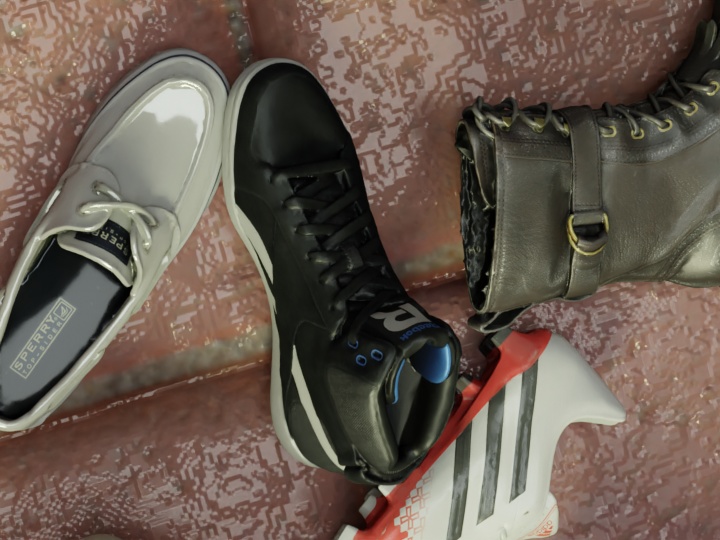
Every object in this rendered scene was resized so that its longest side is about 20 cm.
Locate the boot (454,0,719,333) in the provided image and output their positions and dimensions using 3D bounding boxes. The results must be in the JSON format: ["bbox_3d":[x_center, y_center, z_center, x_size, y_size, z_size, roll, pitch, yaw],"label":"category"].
[{"bbox_3d":[0.129,-0.069,0.977,0.173,0.069,0.202,0,98,-21],"label":"boot"}]

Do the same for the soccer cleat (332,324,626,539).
[{"bbox_3d":[0.049,0.119,0.992,0.085,0.069,0.200,37,83,2],"label":"soccer cleat"}]

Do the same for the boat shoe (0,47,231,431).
[{"bbox_3d":[-0.121,-0.014,0.944,0.072,0.066,0.201,36,88,-12],"label":"boat shoe"}]

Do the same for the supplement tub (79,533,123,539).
[{"bbox_3d":[-0.077,0.229,0.939,0.199,0.145,0.146,33,89,-13],"label":"supplement tub"}]

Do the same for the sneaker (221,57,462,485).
[{"bbox_3d":[0.000,0.000,0.942,0.073,0.112,0.202,-17,104,-31],"label":"sneaker"}]
